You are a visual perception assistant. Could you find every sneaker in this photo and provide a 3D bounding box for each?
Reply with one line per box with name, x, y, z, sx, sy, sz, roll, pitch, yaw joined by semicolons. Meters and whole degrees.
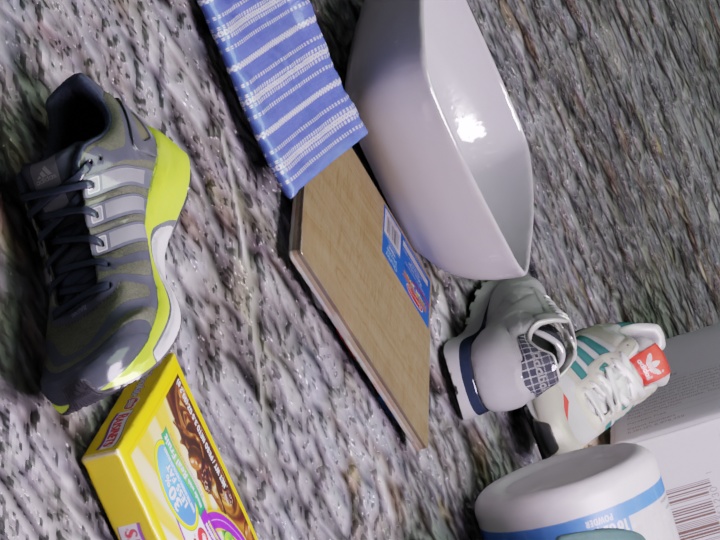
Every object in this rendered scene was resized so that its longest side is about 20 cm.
sneaker;0.120;0.051;1.901;0.200;0.080;0.077;-59;130;-66
sneaker;-0.134;-0.013;1.276;0.081;0.074;0.200;48;25;-35
sneaker;0.180;0.081;1.993;0.070;0.093;0.200;68;20;-9

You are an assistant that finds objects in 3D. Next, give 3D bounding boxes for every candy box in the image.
candy box;-0.080;0.152;1.351;0.200;0.026;0.102;67;24;-21

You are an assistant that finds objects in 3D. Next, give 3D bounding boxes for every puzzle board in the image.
puzzle board;0.000;0.000;1.701;0.151;0.017;0.200;-88;155;-43

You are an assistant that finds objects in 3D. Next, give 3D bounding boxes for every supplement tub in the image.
supplement tub;0.165;0.230;1.814;0.132;0.132;0.200;-32;106;-70

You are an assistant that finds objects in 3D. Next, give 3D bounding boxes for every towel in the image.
towel;-0.057;-0.155;1.619;0.200;0.024;0.145;67;23;-9

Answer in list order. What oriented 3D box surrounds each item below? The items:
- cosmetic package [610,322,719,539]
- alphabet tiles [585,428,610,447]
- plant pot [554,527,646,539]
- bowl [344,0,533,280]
cosmetic package;0.307;0.154;2.179;0.200;0.166;0.168;-76;146;-69
alphabet tiles;0.185;0.190;2.073;0.200;0.015;0.196;-28;100;-71
plant pot;0.135;0.275;1.630;0.200;0.200;0.197;32;38;-63
bowl;0.050;-0.104;1.814;0.200;0.074;0.200;-82;150;-55
